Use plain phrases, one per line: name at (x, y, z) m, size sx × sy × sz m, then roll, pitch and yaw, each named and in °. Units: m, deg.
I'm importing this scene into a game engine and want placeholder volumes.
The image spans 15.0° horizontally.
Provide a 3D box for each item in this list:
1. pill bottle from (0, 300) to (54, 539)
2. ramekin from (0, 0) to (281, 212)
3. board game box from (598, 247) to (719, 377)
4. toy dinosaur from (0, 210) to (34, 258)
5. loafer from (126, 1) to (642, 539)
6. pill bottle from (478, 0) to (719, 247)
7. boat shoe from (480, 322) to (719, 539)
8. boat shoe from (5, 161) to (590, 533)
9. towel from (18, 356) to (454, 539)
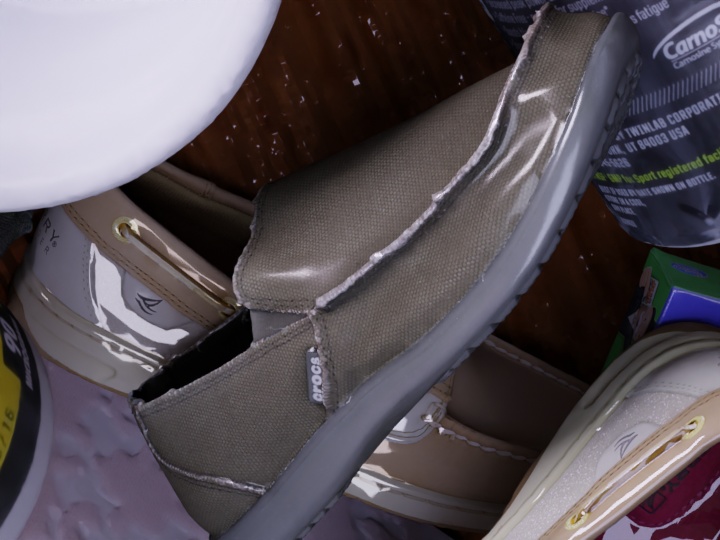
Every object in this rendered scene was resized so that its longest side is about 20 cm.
pill bottle at (-0.167, 0.007, 0.676) m, size 0.114 × 0.115 × 0.200 m, roll -24°, pitch 145°, yaw 9°
ramekin at (-0.100, -0.125, 0.714) m, size 0.200 × 0.098 × 0.201 m, roll 9°, pitch 123°, yaw 14°
board game box at (0.152, 0.083, 0.805) m, size 0.199 × 0.029 × 0.135 m, roll 16°, pitch 111°, yaw -15°
toy dinosaur at (-0.168, 0.041, 0.826) m, size 0.088 × 0.047 × 0.201 m, roll 27°, pitch 97°, yaw 24°
loafer at (0.000, 0.000, 0.731) m, size 0.070 × 0.075 × 0.200 m, roll 38°, pitch 118°, yaw -2°
pill bottle at (0.069, -0.113, 0.744) m, size 0.106 × 0.106 × 0.200 m, roll -29°, pitch 112°, yaw 11°
boat shoe at (0.053, 0.107, 0.728) m, size 0.074 × 0.066 × 0.201 m, roll 29°, pitch 94°, yaw -18°
boat shoe at (-0.004, 0.019, 0.819) m, size 0.199 × 0.074 × 0.069 m, roll 19°, pitch 118°, yaw -9°
towel at (-0.051, 0.120, 0.800) m, size 0.191 × 0.200 × 0.032 m, roll 33°, pitch 131°, yaw -12°
